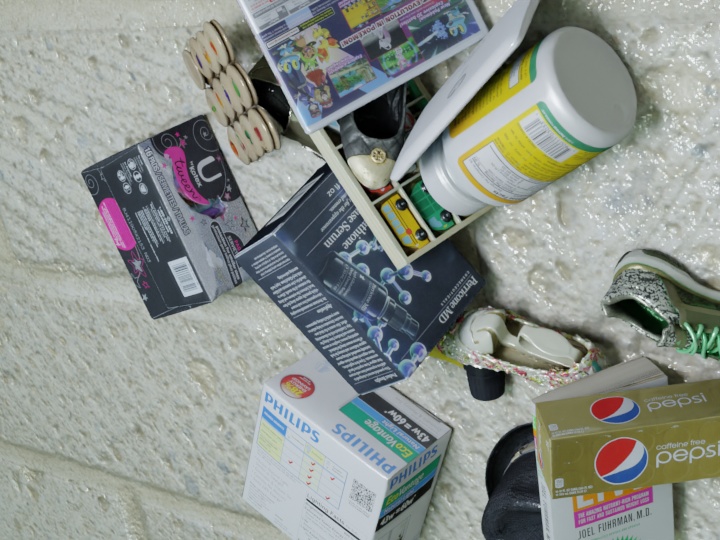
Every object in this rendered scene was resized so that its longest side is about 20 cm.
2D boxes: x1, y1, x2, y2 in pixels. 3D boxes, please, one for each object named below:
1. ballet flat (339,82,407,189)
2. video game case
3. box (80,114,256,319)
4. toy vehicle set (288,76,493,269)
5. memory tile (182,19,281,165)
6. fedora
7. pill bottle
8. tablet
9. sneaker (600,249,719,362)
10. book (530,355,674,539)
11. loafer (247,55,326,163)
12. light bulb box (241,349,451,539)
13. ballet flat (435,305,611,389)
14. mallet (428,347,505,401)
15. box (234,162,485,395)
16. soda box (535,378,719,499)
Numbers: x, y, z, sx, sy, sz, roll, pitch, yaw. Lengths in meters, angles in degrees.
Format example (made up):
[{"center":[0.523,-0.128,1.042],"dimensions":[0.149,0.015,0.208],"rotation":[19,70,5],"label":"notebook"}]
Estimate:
[{"center":[0.018,-0.178,1.268],"dimensions":[0.057,0.066,0.202],"rotation":[150,126,-70],"label":"ballet flat"},{"center":[-0.006,-0.253,1.224],"dimensions":[0.183,0.199,0.023],"rotation":[62,173,-9],"label":"video game case"},{"center":[-0.217,-0.064,1.579],"dimensions":[0.132,0.115,0.201],"rotation":[-16,104,45],"label":"box"},{"center":[0.034,-0.117,1.306],"dimensions":[0.201,0.124,0.027],"rotation":[56,158,1],"label":"toy vehicle set"},{"center":[-0.144,-0.190,1.440],"dimensions":[0.154,0.017,0.200],"rotation":[63,167,-6],"label":"memory tile"},{"center":[0.196,0.259,1.397],"dimensions":[0.200,0.091,0.202],"rotation":[22,128,32],"label":"fedora"},{"center":[0.145,-0.127,1.206],"dimensions":[0.200,0.113,0.113],"rotation":[-33,90,47],"label":"pill bottle"},{"center":[0.097,-0.175,1.201],"dimensions":[0.014,0.131,0.200],"rotation":[35,131,-8],"label":"tablet"},{"center":[0.300,0.057,1.186],"dimensions":[0.199,0.088,0.077],"rotation":[25,130,27],"label":"sneaker"},{"center":[0.237,0.199,1.295],"dimensions":[0.048,0.132,0.202],"rotation":[-134,30,-61],"label":"book"},{"center":[-0.052,-0.153,1.405],"dimensions":[0.200,0.069,0.076],"rotation":[39,135,19],"label":"loafer"},{"center":[-0.021,0.230,1.559],"dimensions":[0.198,0.124,0.201],"rotation":[34,132,24],"label":"light bulb box"},{"center":[0.159,0.070,1.333],"dimensions":[0.199,0.076,0.064],"rotation":[14,153,28],"label":"ballet flat"},{"center":[0.076,0.078,1.450],"dimensions":[0.199,0.041,0.066],"rotation":[24,129,36],"label":"mallet"},{"center":[0.000,0.000,1.346],"dimensions":[0.200,0.149,0.107],"rotation":[47,151,-10],"label":"box"},{"center":[0.263,0.152,1.209],"dimensions":[0.198,0.064,0.068],"rotation":[-8,116,-3],"label":"soda box"}]
